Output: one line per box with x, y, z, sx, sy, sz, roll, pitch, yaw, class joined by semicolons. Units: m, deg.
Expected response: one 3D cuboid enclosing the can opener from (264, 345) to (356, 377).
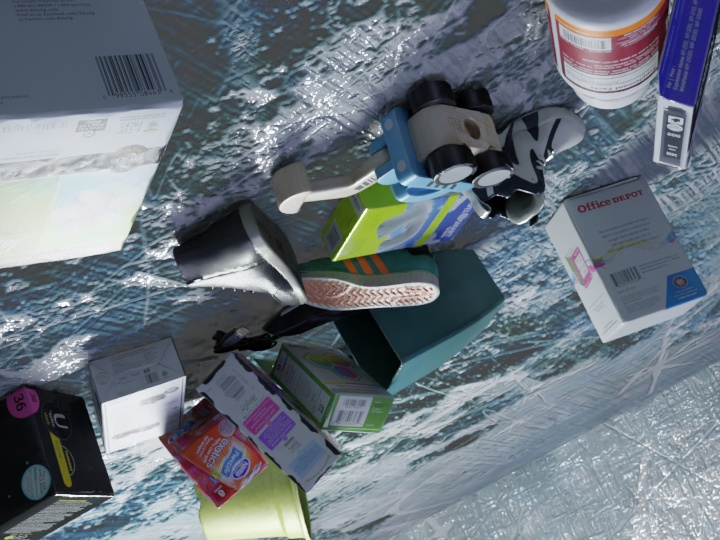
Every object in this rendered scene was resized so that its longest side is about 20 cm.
-0.089;0.171;1.703;0.199;0.053;0.067;-22;157;-8;can opener

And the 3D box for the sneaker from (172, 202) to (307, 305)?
-0.135;-0.004;1.254;0.106;0.075;0.200;-23;149;7;sneaker

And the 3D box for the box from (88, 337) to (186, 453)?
-0.301;0.172;1.476;0.116;0.060;0.200;-17;156;-18;box

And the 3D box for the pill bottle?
0.237;-0.237;1.049;0.113;0.113;0.200;-27;159;5;pill bottle

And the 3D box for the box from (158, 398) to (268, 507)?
-0.216;0.258;1.575;0.095;0.100;0.200;-41;-169;-13;box

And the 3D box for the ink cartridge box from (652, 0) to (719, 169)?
0.326;-0.230;1.073;0.043;0.199;0.200;11;165;18;ink cartridge box

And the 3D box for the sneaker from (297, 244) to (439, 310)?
0.000;0.000;1.399;0.199;0.080;0.071;1;144;-7;sneaker

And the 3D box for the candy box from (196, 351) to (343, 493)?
-0.118;0.204;1.489;0.072;0.200;0.168;-47;176;-5;candy box

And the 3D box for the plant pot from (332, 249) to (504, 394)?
0.090;0.061;1.538;0.200;0.142;0.141;-23;159;-23;plant pot

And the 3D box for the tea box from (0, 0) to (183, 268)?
-0.263;-0.104;0.797;0.199;0.134;0.197;-10;154;-32;tea box

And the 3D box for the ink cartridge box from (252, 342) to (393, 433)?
-0.055;0.150;1.527;0.104;0.200;0.059;10;108;-39;ink cartridge box

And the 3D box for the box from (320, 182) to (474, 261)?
0.063;-0.073;1.322;0.199;0.048;0.122;-11;155;-28;box

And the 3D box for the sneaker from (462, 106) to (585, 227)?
0.195;-0.111;1.263;0.199;0.130;0.080;-11;155;-31;sneaker

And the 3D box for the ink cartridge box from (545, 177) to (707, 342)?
0.378;-0.018;1.574;0.144;0.201;0.085;-16;160;-18;ink cartridge box

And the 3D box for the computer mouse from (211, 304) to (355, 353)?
-0.107;0.061;1.454;0.200;0.046;0.140;-25;165;33;computer mouse

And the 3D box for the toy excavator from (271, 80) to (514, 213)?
0.032;-0.110;1.162;0.194;0.100;0.200;1;155;-45;toy excavator

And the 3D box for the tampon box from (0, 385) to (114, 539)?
-0.449;0.265;1.411;0.200;0.150;0.126;-31;158;14;tampon box

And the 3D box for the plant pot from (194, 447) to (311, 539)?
-0.196;0.404;1.967;0.184;0.201;0.200;-12;157;-1;plant pot
